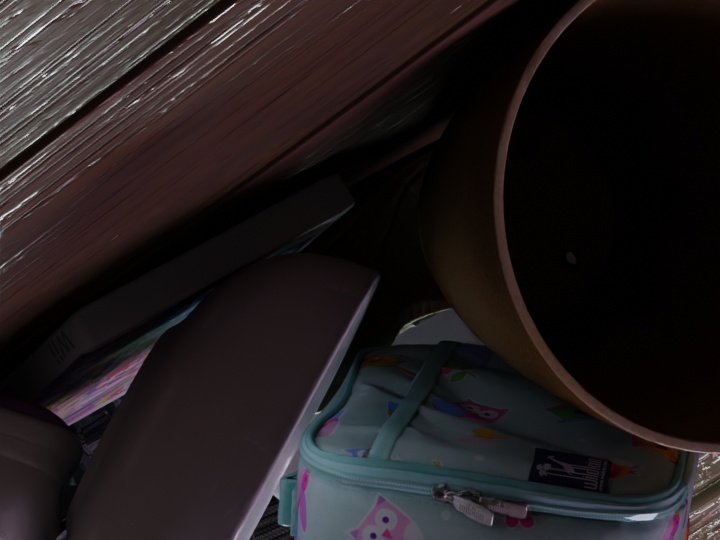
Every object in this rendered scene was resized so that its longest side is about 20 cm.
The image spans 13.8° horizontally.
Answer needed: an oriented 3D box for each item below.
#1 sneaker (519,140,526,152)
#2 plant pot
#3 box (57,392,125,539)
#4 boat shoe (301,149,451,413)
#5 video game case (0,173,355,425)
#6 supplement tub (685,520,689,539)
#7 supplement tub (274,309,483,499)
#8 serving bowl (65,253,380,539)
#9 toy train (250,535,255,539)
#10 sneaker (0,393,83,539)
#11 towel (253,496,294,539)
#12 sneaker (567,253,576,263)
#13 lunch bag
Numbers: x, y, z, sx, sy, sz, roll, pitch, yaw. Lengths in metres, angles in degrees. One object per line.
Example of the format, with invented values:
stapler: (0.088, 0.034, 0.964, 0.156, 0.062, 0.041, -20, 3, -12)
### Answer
sneaker: (0.087, -0.052, 1.436, 0.090, 0.079, 0.200, -10, 161, -27)
plant pot: (0.100, -0.025, 1.189, 0.186, 0.187, 0.200, -31, -169, -18)
box: (-0.152, 0.105, 1.448, 0.157, 0.050, 0.200, -34, 176, 8)
boat shoe: (0.000, 0.000, 1.326, 0.065, 0.073, 0.200, -9, -161, 45)
video game case: (-0.100, 0.031, 1.234, 0.143, 0.018, 0.200, -29, 174, -35)
supplement tub: (0.095, 0.111, 1.400, 0.107, 0.107, 0.200, -33, 156, 8)
supplement tub: (0.008, 0.063, 1.526, 0.140, 0.141, 0.200, -33, 175, 3)
serving bowl: (-0.066, 0.076, 1.149, 0.201, 0.066, 0.200, -63, 178, -4)
toy train: (-0.114, 0.159, 1.338, 0.114, 0.087, 0.200, -37, -176, 16)
sneaker: (-0.163, 0.120, 1.188, 0.200, 0.075, 0.100, 116, -11, -65)
towel: (-0.026, 0.149, 1.669, 0.192, 0.201, 0.035, -23, 162, 22)
sneaker: (0.151, 0.047, 1.455, 0.200, 0.090, 0.067, 15, 144, -30)
lunch bag: (0.054, 0.085, 1.196, 0.160, 0.077, 0.200, 11, -167, 8)
